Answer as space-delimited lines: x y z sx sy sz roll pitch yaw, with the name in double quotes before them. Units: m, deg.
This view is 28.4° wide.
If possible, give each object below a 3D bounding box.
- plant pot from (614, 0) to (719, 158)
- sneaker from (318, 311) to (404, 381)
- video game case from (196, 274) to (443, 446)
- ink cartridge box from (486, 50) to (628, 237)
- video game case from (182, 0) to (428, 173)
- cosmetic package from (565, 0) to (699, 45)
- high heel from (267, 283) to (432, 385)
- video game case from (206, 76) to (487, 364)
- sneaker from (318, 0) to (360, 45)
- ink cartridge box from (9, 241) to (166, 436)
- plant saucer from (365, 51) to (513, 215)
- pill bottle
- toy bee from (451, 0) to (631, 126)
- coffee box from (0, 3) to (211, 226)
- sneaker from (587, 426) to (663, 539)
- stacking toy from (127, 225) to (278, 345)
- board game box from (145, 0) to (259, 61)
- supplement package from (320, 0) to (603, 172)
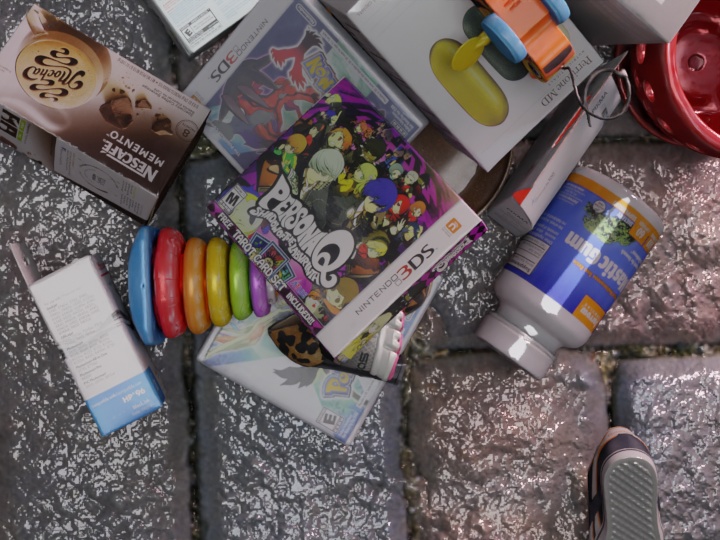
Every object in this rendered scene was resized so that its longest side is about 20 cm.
"plant pot" 0.358 -0.206 1.396 0.199 0.182 0.202 0 93 -9
"sneaker" 0.000 0.000 1.337 0.087 0.074 0.202 5 88 -4
"video game case" -0.041 0.048 1.449 0.182 0.022 0.201 30 89 -6
"ink cartridge box" 0.200 -0.118 1.370 0.047 0.200 0.160 36 83 -3
"video game case" -0.061 -0.154 1.385 0.200 0.023 0.182 47 118 3
"cosmetic package" 0.231 -0.270 1.312 0.107 0.200 0.090 35 92 -16
"high heel" -0.004 0.007 1.400 0.142 0.071 0.201 14 100 -8
"video game case" -0.015 -0.048 1.298 0.181 0.036 0.200 -42 69 2
"sneaker" 0.011 -0.268 1.417 0.199 0.077 0.079 -34 96 -2
"ink cartridge box" -0.261 0.050 1.380 0.068 0.116 0.201 -26 95 -5
"plant saucer" 0.056 -0.133 1.446 0.199 0.037 0.202 0 91 -6
"pill bottle" 0.205 0.006 1.427 0.112 0.112 0.201 35 88 -6
"toy bee" 0.138 -0.199 1.221 0.130 0.109 0.201 -20 85 2
"coffee box" -0.260 -0.148 1.375 0.199 0.080 0.113 31 64 -6
"sneaker" 0.272 0.254 1.465 0.078 0.080 0.201 1 116 0
"stacking toy" -0.120 0.010 1.386 0.198 0.110 0.117 -3 90 2
"board game box" -0.169 -0.332 1.404 0.147 0.064 0.201 -35 96 -4
"supplement package" 0.089 -0.227 1.324 0.152 0.151 0.200 -43 111 3
